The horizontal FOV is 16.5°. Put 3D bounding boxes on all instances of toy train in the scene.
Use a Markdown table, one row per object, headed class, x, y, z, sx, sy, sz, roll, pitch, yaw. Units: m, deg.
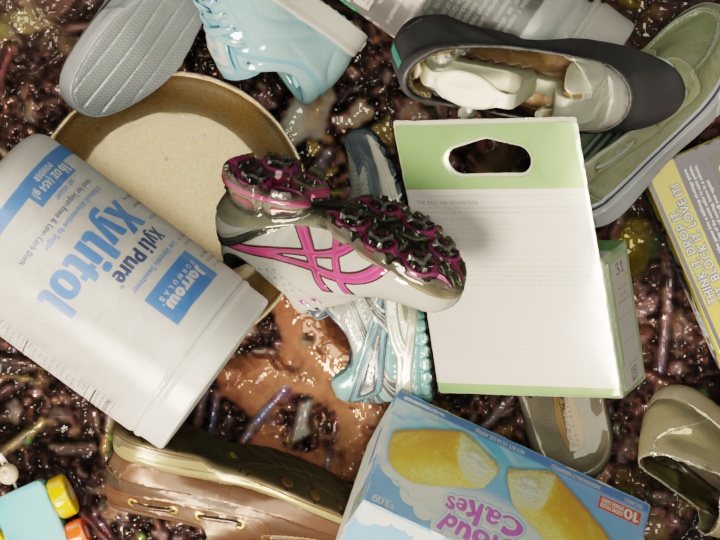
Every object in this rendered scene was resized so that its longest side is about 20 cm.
| class | x | y | z | sx | sy | sz | roll | pitch | yaw |
| --- | --- | --- | --- | --- | --- | --- | --- | --- | --- |
| toy train | -0.289 | 0.181 | 1.766 | 0.200 | 0.056 | 0.150 | 27 | 92 | 3 |

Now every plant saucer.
| class | x | y | z | sx | sy | sz | roll | pitch | yaw |
| --- | --- | --- | --- | --- | --- | --- | --- | --- | --- |
| plant saucer | -0.135 | -0.041 | 1.770 | 0.200 | 0.035 | 0.200 | 0 | 90 | 0 |

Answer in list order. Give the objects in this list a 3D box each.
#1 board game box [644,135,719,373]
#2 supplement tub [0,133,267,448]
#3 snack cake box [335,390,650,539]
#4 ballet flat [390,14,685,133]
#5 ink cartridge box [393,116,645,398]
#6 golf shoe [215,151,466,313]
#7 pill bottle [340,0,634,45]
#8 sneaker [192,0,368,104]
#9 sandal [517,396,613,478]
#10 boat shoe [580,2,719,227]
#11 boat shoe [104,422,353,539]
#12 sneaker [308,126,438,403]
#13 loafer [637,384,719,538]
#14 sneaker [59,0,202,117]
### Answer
| class | x | y | z | sx | sy | sz | roll | pitch | yaw |
| --- | --- | --- | --- | --- | --- | --- | --- | --- | --- |
| board game box | 0.310 | -0.013 | 1.762 | 0.165 | 0.057 | 0.200 | -23 | 90 | 2 |
| supplement tub | -0.178 | 0.013 | 1.688 | 0.200 | 0.132 | 0.132 | 35 | 91 | 0 |
| snack cake box | 0.092 | 0.180 | 1.723 | 0.200 | 0.115 | 0.067 | 25 | 131 | -5 |
| ballet flat | 0.116 | -0.121 | 1.653 | 0.200 | 0.073 | 0.073 | 12 | 91 | 2 |
| ink cartridge box | 0.108 | -0.013 | 1.685 | 0.145 | 0.048 | 0.200 | 1 | 109 | 32 |
| golf shoe | -0.013 | -0.009 | 1.693 | 0.200 | 0.073 | 0.092 | 25 | 121 | 30 |
| pill bottle | 0.083 | -0.189 | 1.730 | 0.200 | 0.113 | 0.113 | 35 | 91 | 0 |
| sneaker | -0.082 | -0.174 | 1.712 | 0.200 | 0.074 | 0.082 | 29 | 93 | -35 |
| sandal | 0.129 | 0.057 | 1.762 | 0.082 | 0.055 | 0.200 | -15 | 91 | 0 |
| boat shoe | 0.202 | -0.117 | 1.727 | 0.072 | 0.062 | 0.200 | 24 | 66 | 31 |
| boat shoe | -0.085 | 0.163 | 1.760 | 0.200 | 0.072 | 0.068 | 17 | 107 | -3 |
| sneaker | 0.000 | 0.000 | 1.752 | 0.086 | 0.078 | 0.200 | -9 | 91 | 3 |
| loafer | 0.273 | 0.165 | 1.749 | 0.200 | 0.076 | 0.068 | 37 | 62 | 9 |
| sneaker | -0.147 | -0.193 | 1.748 | 0.200 | 0.071 | 0.073 | -51 | 130 | -12 |
